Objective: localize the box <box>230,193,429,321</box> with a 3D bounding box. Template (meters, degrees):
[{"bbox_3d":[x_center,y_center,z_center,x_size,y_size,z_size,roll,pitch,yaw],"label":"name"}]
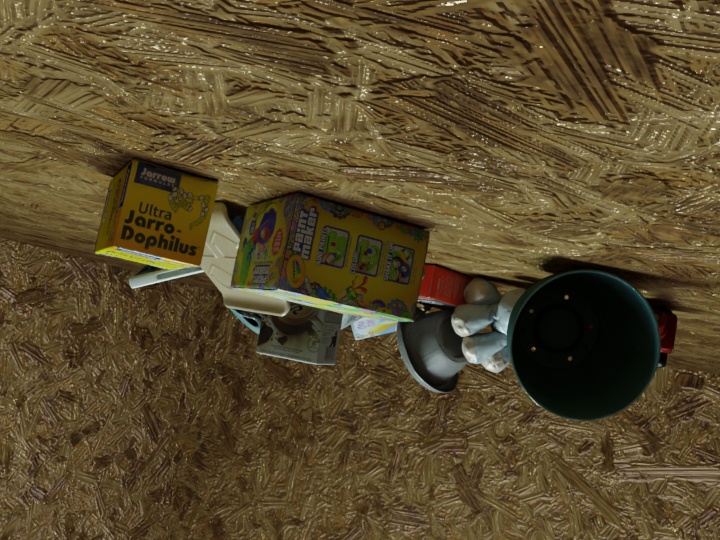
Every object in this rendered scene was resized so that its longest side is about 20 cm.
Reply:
[{"bbox_3d":[-0.046,-0.012,1.032,0.192,0.123,0.200,14,174,-26],"label":"box"}]

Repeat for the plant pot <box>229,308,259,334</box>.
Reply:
[{"bbox_3d":[-0.168,0.059,1.646,0.199,0.198,0.196,22,172,-13],"label":"plant pot"}]

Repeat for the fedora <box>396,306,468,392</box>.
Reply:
[{"bbox_3d":[0.153,0.131,1.429,0.090,0.178,0.200,-32,172,30],"label":"fedora"}]

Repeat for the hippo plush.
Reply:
[{"bbox_3d":[0.272,0.101,1.323,0.199,0.160,0.161,14,174,-25],"label":"hippo plush"}]

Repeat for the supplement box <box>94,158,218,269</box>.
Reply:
[{"bbox_3d":[-0.271,-0.066,1.006,0.108,0.110,0.200,14,173,-24],"label":"supplement box"}]

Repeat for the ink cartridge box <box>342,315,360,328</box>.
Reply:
[{"bbox_3d":[-0.078,0.021,1.431,0.200,0.047,0.160,41,-161,10],"label":"ink cartridge box"}]

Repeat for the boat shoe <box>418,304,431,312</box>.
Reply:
[{"bbox_3d":[0.115,0.055,1.614,0.071,0.068,0.200,10,175,-2],"label":"boat shoe"}]

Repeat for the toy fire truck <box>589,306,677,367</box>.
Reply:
[{"bbox_3d":[0.414,0.092,1.245,0.175,0.129,0.200,9,163,23],"label":"toy fire truck"}]

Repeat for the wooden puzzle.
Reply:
[{"bbox_3d":[-0.202,-0.025,1.199,0.185,0.046,0.201,4,132,48],"label":"wooden puzzle"}]

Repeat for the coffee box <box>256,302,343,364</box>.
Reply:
[{"bbox_3d":[-0.088,0.043,1.241,0.112,0.201,0.080,7,176,22],"label":"coffee box"}]

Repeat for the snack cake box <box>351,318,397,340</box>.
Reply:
[{"bbox_3d":[0.033,0.078,1.607,0.114,0.068,0.200,-14,161,-4],"label":"snack cake box"}]

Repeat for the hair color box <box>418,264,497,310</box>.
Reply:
[{"bbox_3d":[0.153,0.037,1.413,0.101,0.062,0.199,4,171,44],"label":"hair color box"}]

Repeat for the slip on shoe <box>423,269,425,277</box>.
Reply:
[{"bbox_3d":[0.026,0.006,1.261,0.060,0.077,0.200,21,157,-32],"label":"slip on shoe"}]

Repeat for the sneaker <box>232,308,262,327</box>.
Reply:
[{"bbox_3d":[-0.180,0.018,1.300,0.070,0.099,0.201,21,145,35],"label":"sneaker"}]

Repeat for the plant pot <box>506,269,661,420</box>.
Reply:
[{"bbox_3d":[0.299,0.093,1.097,0.199,0.202,0.161,11,-175,1],"label":"plant pot"}]

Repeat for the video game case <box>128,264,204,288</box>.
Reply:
[{"bbox_3d":[-0.304,-0.015,1.388,0.181,0.023,0.200,-13,-169,-1],"label":"video game case"}]
